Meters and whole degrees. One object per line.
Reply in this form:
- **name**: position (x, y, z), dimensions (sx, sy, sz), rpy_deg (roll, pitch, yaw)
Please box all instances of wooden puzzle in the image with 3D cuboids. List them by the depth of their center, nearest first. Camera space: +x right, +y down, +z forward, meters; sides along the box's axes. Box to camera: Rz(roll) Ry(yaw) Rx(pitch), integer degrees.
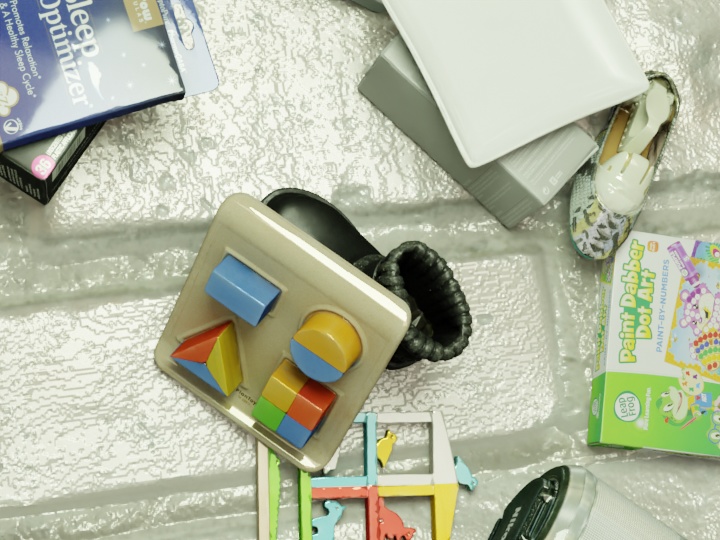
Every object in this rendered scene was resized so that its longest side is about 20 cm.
- **wooden puzzle**: position (-0.075, 0.061, 1.414), dimensions (0.185, 0.200, 0.046), rpy_deg (35, 36, 7)

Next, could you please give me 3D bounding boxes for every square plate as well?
- **square plate**: position (0.127, -0.207, 1.473), dimensions (0.199, 0.028, 0.199), rpy_deg (-24, 82, -23)

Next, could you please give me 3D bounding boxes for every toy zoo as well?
- **toy zoo**: position (0.007, 0.191, 1.499), dimensions (0.199, 0.020, 0.132), rpy_deg (1, 82, -10)

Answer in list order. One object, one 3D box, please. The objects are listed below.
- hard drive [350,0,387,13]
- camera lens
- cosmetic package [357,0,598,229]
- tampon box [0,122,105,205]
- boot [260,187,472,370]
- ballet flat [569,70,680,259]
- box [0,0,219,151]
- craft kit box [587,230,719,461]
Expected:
- **hard drive**: position (-0.006, -0.349, 1.531), dimensions (0.132, 0.027, 0.201), rpy_deg (17, 75, -50)
- **camera lens**: position (0.207, 0.276, 1.453), dimensions (0.200, 0.160, 0.160), rpy_deg (34, 78, -4)
- **cosmetic package**: position (0.101, -0.140, 1.520), dimensions (0.200, 0.107, 0.090), rpy_deg (46, 74, -3)
- **tampon box**: position (-0.308, -0.178, 1.437), dimensions (0.200, 0.126, 0.150), rpy_deg (34, 78, -4)
- **boot**: position (0.002, -0.001, 1.454), dimensions (0.211, 0.158, 0.079), rpy_deg (42, 77, -3)
- **ballet flat**: position (0.242, -0.104, 1.536), dimensions (0.072, 0.072, 0.201), rpy_deg (27, 63, -6)
- **box**: position (-0.223, -0.180, 1.373), dimensions (0.199, 0.032, 0.122), rpy_deg (-18, 85, -14)
- **craft kit box**: position (0.315, 0.073, 1.564), dimensions (0.196, 0.049, 0.201), rpy_deg (7, 81, -7)
